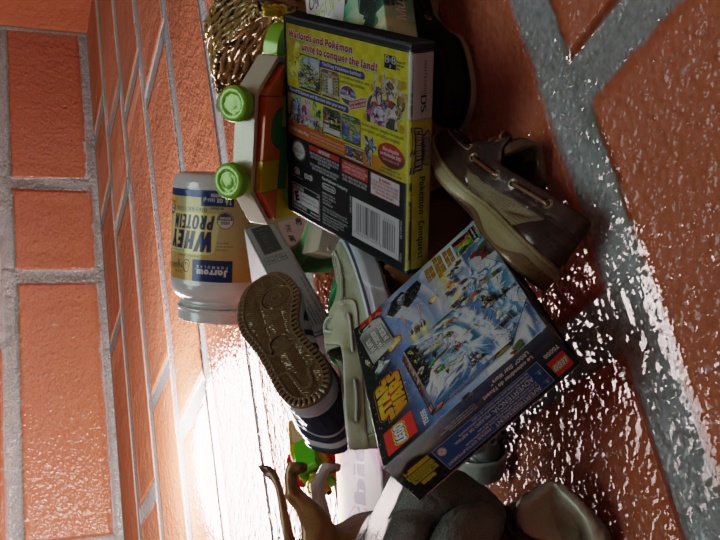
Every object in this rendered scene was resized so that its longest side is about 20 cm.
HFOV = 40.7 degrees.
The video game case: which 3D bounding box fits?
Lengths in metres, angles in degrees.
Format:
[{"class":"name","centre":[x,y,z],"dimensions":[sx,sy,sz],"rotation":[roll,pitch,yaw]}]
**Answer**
[{"class":"video game case","centre":[-0.007,-0.113,0.819],"dimensions":[0.200,0.025,0.183],"rotation":[30,127,52]}]

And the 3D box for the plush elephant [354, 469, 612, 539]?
[{"class":"plush elephant","centre":[0.080,0.205,0.683],"dimensions":[0.201,0.154,0.165],"rotation":[-62,3,-23]}]

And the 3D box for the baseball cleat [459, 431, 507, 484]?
[{"class":"baseball cleat","centre":[0.104,0.109,0.755],"dimensions":[0.200,0.069,0.108],"rotation":[141,112,-68]}]

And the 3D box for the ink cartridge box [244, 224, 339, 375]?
[{"class":"ink cartridge box","centre":[-0.077,0.069,1.118],"dimensions":[0.201,0.043,0.175],"rotation":[-123,23,-44]}]

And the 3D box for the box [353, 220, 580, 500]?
[{"class":"box","centre":[0.064,0.053,0.687],"dimensions":[0.137,0.040,0.200],"rotation":[-42,20,11]}]

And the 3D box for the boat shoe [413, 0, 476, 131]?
[{"class":"boat shoe","centre":[0.048,-0.203,0.872],"dimensions":[0.074,0.062,0.203],"rotation":[-58,40,45]}]

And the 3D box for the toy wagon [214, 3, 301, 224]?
[{"class":"toy wagon","centre":[-0.076,-0.147,0.918],"dimensions":[0.039,0.155,0.202],"rotation":[12,105,25]}]

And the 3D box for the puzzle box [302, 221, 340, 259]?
[{"class":"puzzle box","centre":[-0.016,-0.112,0.976],"dimensions":[0.133,0.025,0.202],"rotation":[179,105,-81]}]

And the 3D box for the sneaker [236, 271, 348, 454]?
[{"class":"sneaker","centre":[-0.057,0.093,0.948],"dimensions":[0.109,0.070,0.201],"rotation":[61,179,-40]}]

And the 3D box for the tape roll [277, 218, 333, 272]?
[{"class":"tape roll","centre":[-0.062,-0.098,1.160],"dimensions":[0.200,0.048,0.203],"rotation":[179,90,-67]}]

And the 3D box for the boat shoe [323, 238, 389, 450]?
[{"class":"boat shoe","centre":[-0.002,0.059,0.850],"dimensions":[0.072,0.061,0.202],"rotation":[96,163,-63]}]

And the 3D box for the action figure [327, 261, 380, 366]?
[{"class":"action figure","centre":[0.000,0.000,0.963],"dimensions":[0.118,0.054,0.202],"rotation":[-61,-16,-78]}]

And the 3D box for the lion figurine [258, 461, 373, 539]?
[{"class":"lion figurine","centre":[0.008,0.227,0.818],"dimensions":[0.072,0.198,0.124],"rotation":[99,176,-81]}]

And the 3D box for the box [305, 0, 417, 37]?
[{"class":"box","centre":[-0.004,-0.238,0.870],"dimensions":[0.144,0.036,0.202],"rotation":[-36,56,57]}]

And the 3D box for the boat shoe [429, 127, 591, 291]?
[{"class":"boat shoe","centre":[0.111,-0.066,0.730],"dimensions":[0.072,0.072,0.200],"rotation":[-49,30,15]}]

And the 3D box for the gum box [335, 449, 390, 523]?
[{"class":"gum box","centre":[0.028,0.246,0.914],"dimensions":[0.113,0.065,0.203],"rotation":[163,106,-65]}]

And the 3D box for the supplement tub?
[{"class":"supplement tub","centre":[-0.190,-0.034,1.346],"dimensions":[0.144,0.143,0.203],"rotation":[-162,73,-66]}]

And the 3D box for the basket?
[{"class":"basket","centre":[-0.116,-0.314,1.163],"dimensions":[0.200,0.141,0.151],"rotation":[140,126,-61]}]

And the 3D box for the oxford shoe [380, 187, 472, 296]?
[{"class":"oxford shoe","centre":[0.044,-0.001,0.872],"dimensions":[0.201,0.071,0.072],"rotation":[110,148,-44]}]

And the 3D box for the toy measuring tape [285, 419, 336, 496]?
[{"class":"toy measuring tape","centre":[-0.051,0.194,1.129],"dimensions":[0.201,0.073,0.074],"rotation":[-102,21,-58]}]
